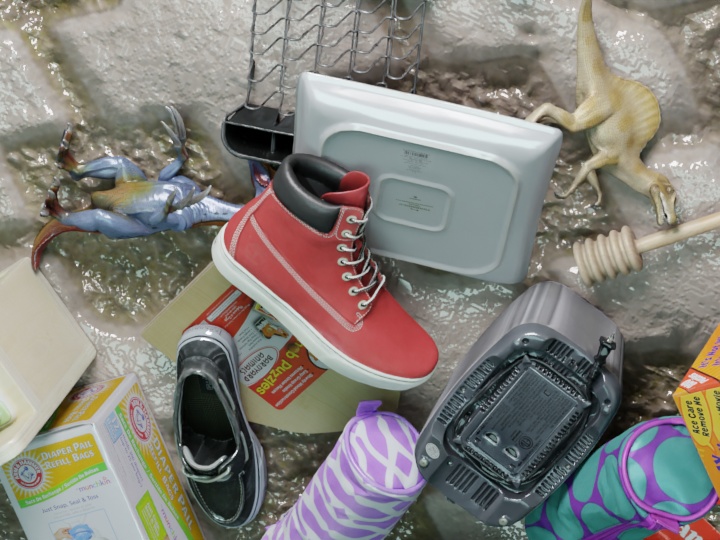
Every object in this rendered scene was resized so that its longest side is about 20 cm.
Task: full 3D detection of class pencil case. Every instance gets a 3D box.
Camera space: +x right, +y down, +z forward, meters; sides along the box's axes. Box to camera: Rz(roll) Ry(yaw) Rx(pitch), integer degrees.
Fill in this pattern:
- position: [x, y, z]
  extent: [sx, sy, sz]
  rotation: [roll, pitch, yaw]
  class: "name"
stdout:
- position: [0.200, 0.176, 1.642]
  extent: [0.085, 0.093, 0.200]
  rotation: [24, 155, -8]
  class: "pencil case"
- position: [-0.016, 0.195, 1.749]
  extent: [0.084, 0.086, 0.200]
  rotation: [2, 143, -33]
  class: "pencil case"

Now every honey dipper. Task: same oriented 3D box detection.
- position: [0.262, -0.036, 1.654]
  extent: [0.200, 0.038, 0.038]
  rotation: [-20, 106, 16]
  class: "honey dipper"

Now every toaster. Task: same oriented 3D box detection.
- position: [0.133, 0.093, 1.677]
  extent: [0.114, 0.129, 0.200]
  rotation: [35, 114, -4]
  class: "toaster"

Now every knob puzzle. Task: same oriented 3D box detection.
- position: [-0.048, 0.055, 1.751]
  extent: [0.219, 0.030, 0.220]
  rotation: [6, 125, 9]
  class: "knob puzzle"

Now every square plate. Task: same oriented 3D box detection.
- position: [0.041, -0.061, 1.634]
  extent: [0.199, 0.029, 0.198]
  rotation: [13, 146, 3]
  class: "square plate"

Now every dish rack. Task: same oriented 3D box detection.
- position: [-0.022, -0.174, 1.641]
  extent: [0.153, 0.055, 0.200]
  rotation: [10, 119, 7]
  class: "dish rack"

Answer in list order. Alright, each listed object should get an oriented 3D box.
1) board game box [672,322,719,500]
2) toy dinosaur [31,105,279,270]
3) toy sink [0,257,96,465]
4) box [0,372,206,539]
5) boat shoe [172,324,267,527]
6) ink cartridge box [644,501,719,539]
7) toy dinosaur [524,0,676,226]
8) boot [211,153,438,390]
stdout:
- position: [0.382, 0.108, 1.570]
  extent: [0.199, 0.200, 0.200]
  rotation: [-16, 107, 34]
  class: "board game box"
- position: [-0.158, -0.062, 1.728]
  extent: [0.181, 0.105, 0.200]
  rotation: [16, 151, -8]
  class: "toy dinosaur"
- position: [-0.320, 0.089, 1.730]
  extent: [0.130, 0.200, 0.112]
  rotation: [-30, 103, 21]
  class: "toy sink"
- position: [-0.211, 0.204, 1.799]
  extent: [0.101, 0.113, 0.200]
  rotation: [-17, 106, 18]
  class: "box"
- position: [-0.126, 0.142, 1.766]
  extent: [0.072, 0.071, 0.200]
  rotation: [-2, 124, 14]
  class: "boat shoe"
- position: [0.236, 0.259, 1.764]
  extent: [0.160, 0.047, 0.200]
  rotation: [43, 115, -6]
  class: "ink cartridge box"
- position: [0.176, -0.120, 1.639]
  extent: [0.101, 0.058, 0.200]
  rotation: [-23, 106, 3]
  class: "toy dinosaur"
- position: [0.000, 0.000, 1.628]
  extent: [0.200, 0.072, 0.144]
  rotation: [36, 135, -10]
  class: "boot"
